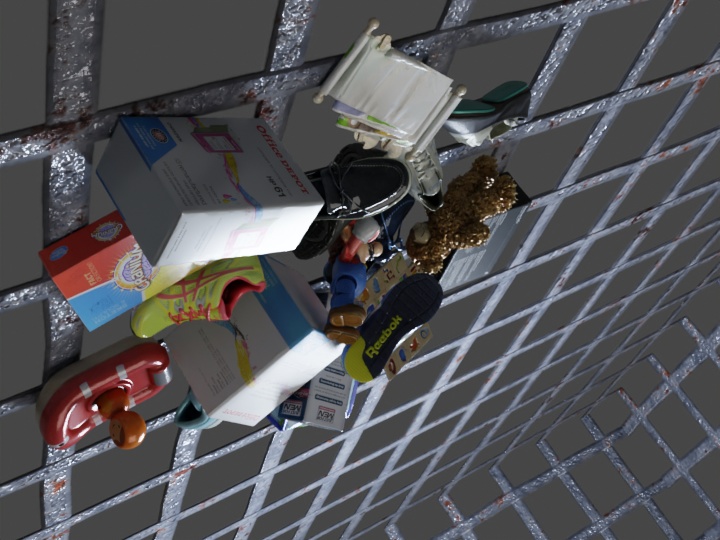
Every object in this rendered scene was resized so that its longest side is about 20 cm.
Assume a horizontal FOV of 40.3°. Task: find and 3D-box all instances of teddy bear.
[{"bbox_3d":[0.142,-0.087,1.465,0.199,0.146,0.067,-27,157,18],"label":"teddy bear"}]

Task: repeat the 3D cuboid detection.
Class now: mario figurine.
[{"bbox_3d":[0.000,0.000,1.400,0.123,0.202,0.106,-26,137,38],"label":"mario figurine"}]

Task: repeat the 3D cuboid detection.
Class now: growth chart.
[{"bbox_3d":[0.036,-0.209,1.200,0.199,0.018,0.145,23,123,-42],"label":"growth chart"}]

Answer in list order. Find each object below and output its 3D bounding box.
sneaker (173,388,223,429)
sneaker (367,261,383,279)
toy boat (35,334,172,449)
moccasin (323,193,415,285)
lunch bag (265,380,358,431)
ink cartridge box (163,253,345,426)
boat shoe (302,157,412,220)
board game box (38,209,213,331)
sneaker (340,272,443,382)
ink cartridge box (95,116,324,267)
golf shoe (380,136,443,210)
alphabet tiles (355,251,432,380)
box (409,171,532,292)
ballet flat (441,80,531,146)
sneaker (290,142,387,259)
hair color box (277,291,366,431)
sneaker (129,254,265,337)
[{"bbox_3d":[-0.232,0.199,1.596,0.200,0.074,0.082,-50,156,27],"label":"sneaker"},{"bbox_3d":[0.038,0.054,1.645,0.070,0.109,0.200,-35,156,-2],"label":"sneaker"},{"bbox_3d":[-0.341,0.189,1.356,0.199,0.131,0.131,-27,155,-18],"label":"toy boat"},{"bbox_3d":[0.025,-0.038,1.507,0.080,0.068,0.200,-5,141,-50],"label":"moccasin"},{"bbox_3d":[-0.086,0.147,1.636,0.169,0.127,0.202,-5,116,-50],"label":"lunch bag"},{"bbox_3d":[-0.151,0.106,1.440,0.200,0.146,0.147,-40,157,8],"label":"ink cartridge box"},{"bbox_3d":[-0.031,-0.099,1.244,0.198,0.075,0.062,-10,-179,2],"label":"boat shoe"},{"bbox_3d":[-0.266,-0.021,1.180,0.199,0.040,0.153,-31,156,-12],"label":"board game box"},{"bbox_3d":[0.040,0.081,1.444,0.200,0.074,0.082,-44,-177,-18],"label":"sneaker"},{"bbox_3d":[-0.160,-0.091,1.065,0.199,0.145,0.085,-8,143,-47],"label":"ink cartridge box"},{"bbox_3d":[0.084,-0.154,1.338,0.078,0.098,0.200,-32,155,-2],"label":"golf shoe"},{"bbox_3d":[0.056,0.073,1.612,0.006,0.168,0.200,-1,-150,42],"label":"alphabet tiles"},{"bbox_3d":[0.184,-0.060,1.670,0.140,0.079,0.201,-17,150,-31],"label":"box"},{"bbox_3d":[0.170,-0.209,1.357,0.199,0.073,0.073,-25,156,-41],"label":"ballet flat"},{"bbox_3d":[-0.024,-0.088,1.349,0.200,0.076,0.090,-47,160,28],"label":"sneaker"},{"bbox_3d":[-0.059,0.142,1.536,0.060,0.202,0.100,1,165,41],"label":"hair color box"},{"bbox_3d":[-0.213,0.037,1.300,0.199,0.091,0.078,-34,158,-1],"label":"sneaker"}]
